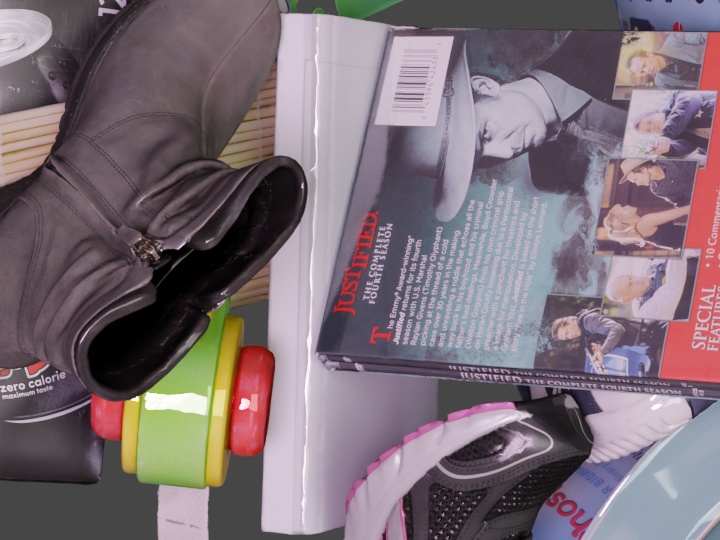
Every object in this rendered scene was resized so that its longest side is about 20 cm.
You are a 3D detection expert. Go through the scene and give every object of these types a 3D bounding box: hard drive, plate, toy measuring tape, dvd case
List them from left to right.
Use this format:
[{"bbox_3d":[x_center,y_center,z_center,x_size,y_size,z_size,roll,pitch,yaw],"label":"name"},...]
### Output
[{"bbox_3d":[-0.070,0.076,0.947,0.073,0.074,0.200,-13,134,-21],"label":"toy measuring tape"},{"bbox_3d":[0.000,0.000,1.006,0.132,0.026,0.201,-3,95,-66],"label":"hard drive"},{"bbox_3d":[0.090,-0.025,0.928,0.022,0.199,0.146,51,46,-59],"label":"dvd case"},{"bbox_3d":[0.159,0.127,0.998,0.200,0.026,0.201,-21,129,-28],"label":"plate"}]

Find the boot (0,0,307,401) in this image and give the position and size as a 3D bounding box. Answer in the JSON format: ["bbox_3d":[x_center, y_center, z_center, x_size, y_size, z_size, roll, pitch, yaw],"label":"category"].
[{"bbox_3d":[-0.060,-0.032,0.869,0.200,0.130,0.068,-53,126,-25],"label":"boot"}]

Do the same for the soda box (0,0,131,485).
[{"bbox_3d":[-0.131,-0.020,0.967,0.063,0.071,0.201,4,92,-24],"label":"soda box"}]

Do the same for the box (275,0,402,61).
[{"bbox_3d":[-0.056,-0.186,1.004,0.117,0.048,0.201,-27,100,-20],"label":"box"}]

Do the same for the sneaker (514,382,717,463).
[{"bbox_3d":[0.074,-0.010,0.983,0.079,0.199,0.130,-29,109,6],"label":"sneaker"}]

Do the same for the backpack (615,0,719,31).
[{"bbox_3d":[0.164,-0.075,1.026,0.134,0.183,0.201,-20,105,-8],"label":"backpack"}]

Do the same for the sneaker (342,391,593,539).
[{"bbox_3d":[0.031,0.126,0.946,0.080,0.200,0.086,-9,59,-44],"label":"sneaker"}]

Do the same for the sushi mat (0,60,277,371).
[{"bbox_3d":[-0.100,-0.018,0.932,0.200,0.012,0.096,-16,105,-41],"label":"sushi mat"}]

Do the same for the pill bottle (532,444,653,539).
[{"bbox_3d":[0.099,0.138,1.052,0.200,0.109,0.109,-33,105,-18],"label":"pill bottle"}]
